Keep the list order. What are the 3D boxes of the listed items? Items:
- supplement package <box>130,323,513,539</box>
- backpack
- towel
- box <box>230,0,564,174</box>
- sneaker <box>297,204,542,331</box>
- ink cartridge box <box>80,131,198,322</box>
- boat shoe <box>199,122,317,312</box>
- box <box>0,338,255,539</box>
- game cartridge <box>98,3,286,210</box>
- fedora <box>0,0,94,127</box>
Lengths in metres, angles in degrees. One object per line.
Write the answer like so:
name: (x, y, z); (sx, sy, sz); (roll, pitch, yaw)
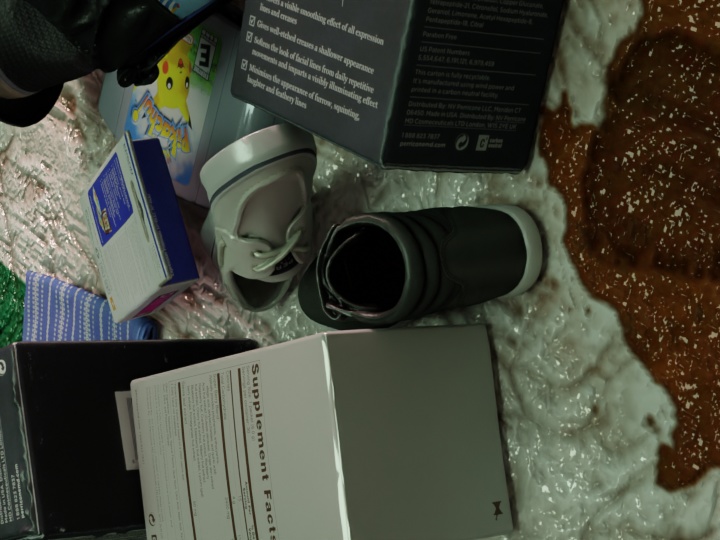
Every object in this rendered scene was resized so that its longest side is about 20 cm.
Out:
supplement package: (-0.027, 0.104, 0.911); (0.199, 0.121, 0.121); (-16, 78, 50)
backpack: (-0.108, -0.236, 0.963); (0.199, 0.134, 0.184); (-26, 35, 40)
towel: (-0.219, 0.088, 1.226); (0.199, 0.024, 0.146); (16, 103, 50)
box: (0.026, -0.169, 0.850); (0.148, 0.106, 0.202); (30, 115, 47)
sneaker: (0.000, 0.000, 0.893); (0.199, 0.099, 0.071); (-13, 83, 52)
ink cartridge box: (-0.146, -0.027, 1.052); (0.200, 0.037, 0.095); (150, 103, -72)
boat shoe: (-0.058, -0.025, 0.948); (0.066, 0.071, 0.200); (65, 160, 13)
box: (-0.195, 0.123, 1.038); (0.198, 0.199, 0.124); (-21, 74, 40)
game cartridge: (-0.116, -0.123, 1.085); (0.200, 0.040, 0.134); (37, 123, 44)
fedora: (-0.226, -0.207, 1.148); (0.091, 0.200, 0.203); (-3, 89, 21)
